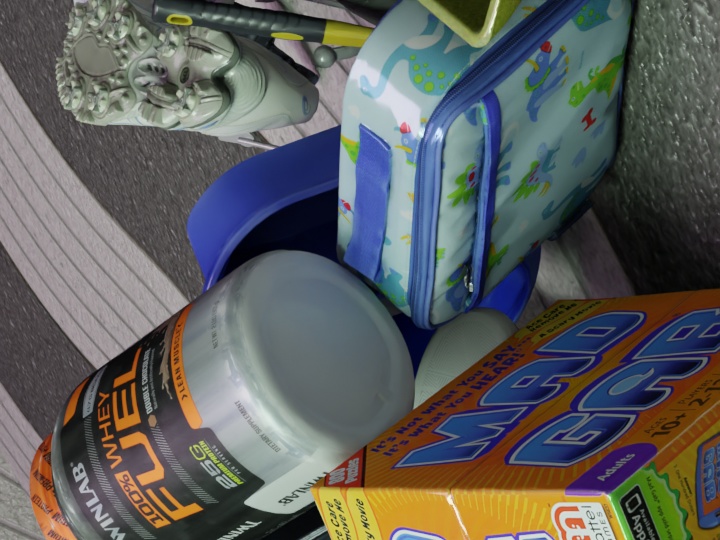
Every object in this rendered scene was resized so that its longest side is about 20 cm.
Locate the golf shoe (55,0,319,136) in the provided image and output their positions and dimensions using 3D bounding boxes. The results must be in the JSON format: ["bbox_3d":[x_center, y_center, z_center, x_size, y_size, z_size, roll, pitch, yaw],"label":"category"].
[{"bbox_3d":[-0.103,-0.109,1.569,0.200,0.097,0.078,23,98,53],"label":"golf shoe"}]

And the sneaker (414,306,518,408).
[{"bbox_3d":[0.085,0.118,1.458,0.073,0.112,0.201,-6,89,28],"label":"sneaker"}]

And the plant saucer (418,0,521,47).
[{"bbox_3d":[0.045,-0.236,1.264,0.200,0.048,0.200,45,129,42],"label":"plant saucer"}]

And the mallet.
[{"bbox_3d":[-0.010,-0.133,1.456,0.066,0.200,0.041,121,157,-59],"label":"mallet"}]

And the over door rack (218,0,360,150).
[{"bbox_3d":[-0.021,-0.100,1.603,0.200,0.067,0.148,25,143,28],"label":"over door rack"}]

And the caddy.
[{"bbox_3d":[0.000,0.000,1.493,0.105,0.200,0.142,-131,23,-57],"label":"caddy"}]

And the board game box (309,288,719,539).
[{"bbox_3d":[0.140,0.142,1.304,0.200,0.200,0.200,-5,113,49],"label":"board game box"}]

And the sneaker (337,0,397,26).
[{"bbox_3d":[-0.036,-0.207,1.518,0.200,0.071,0.099,41,-176,35],"label":"sneaker"}]

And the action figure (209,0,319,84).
[{"bbox_3d":[-0.085,-0.204,1.731,0.200,0.105,0.193,35,173,-13],"label":"action figure"}]

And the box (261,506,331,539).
[{"bbox_3d":[-0.013,0.138,1.563,0.200,0.196,0.124,34,147,57],"label":"box"}]

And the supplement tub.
[{"bbox_3d":[-0.076,0.083,1.398,0.200,0.122,0.123,-36,81,39],"label":"supplement tub"}]

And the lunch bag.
[{"bbox_3d":[0.059,-0.071,1.355,0.082,0.161,0.200,38,151,22],"label":"lunch bag"}]

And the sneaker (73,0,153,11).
[{"bbox_3d":[-0.134,-0.182,1.626,0.071,0.073,0.200,21,146,41],"label":"sneaker"}]
